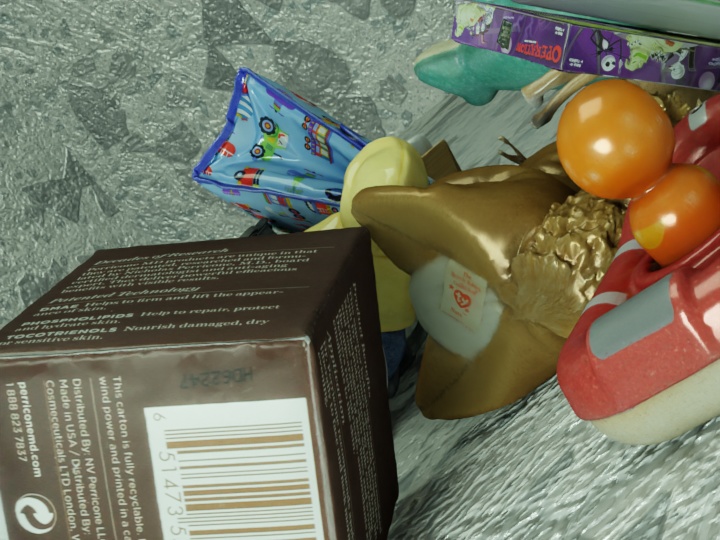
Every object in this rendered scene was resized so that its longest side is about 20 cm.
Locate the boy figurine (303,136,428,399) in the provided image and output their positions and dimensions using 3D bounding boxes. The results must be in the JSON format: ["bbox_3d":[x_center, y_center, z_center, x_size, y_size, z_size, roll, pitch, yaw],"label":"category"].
[{"bbox_3d":[0.000,0.000,0.990,0.201,0.123,0.065,98,180,-45],"label":"boy figurine"}]

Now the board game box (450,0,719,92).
[{"bbox_3d":[0.165,-0.122,0.866,0.120,0.198,0.033,39,121,58],"label":"board game box"}]

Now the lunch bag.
[{"bbox_3d":[0.005,-0.054,1.115,0.095,0.199,0.150,-66,-27,-2],"label":"lunch bag"}]

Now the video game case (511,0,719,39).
[{"bbox_3d":[0.187,-0.198,0.962,0.183,0.198,0.022,-86,6,-55],"label":"video game case"}]

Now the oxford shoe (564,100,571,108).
[{"bbox_3d":[0.165,-0.085,1.135,0.200,0.075,0.070,-44,8,-17],"label":"oxford shoe"}]

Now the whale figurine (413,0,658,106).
[{"bbox_3d":[0.130,-0.164,1.091,0.199,0.158,0.105,-31,55,36],"label":"whale figurine"}]

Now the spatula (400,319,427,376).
[{"bbox_3d":[0.037,0.049,1.080,0.020,0.057,0.200,-23,-20,-35],"label":"spatula"}]

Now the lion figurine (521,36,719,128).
[{"bbox_3d":[0.195,-0.119,1.002,0.122,0.073,0.199,-34,-14,28],"label":"lion figurine"}]

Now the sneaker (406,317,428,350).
[{"bbox_3d":[0.059,0.018,1.124,0.080,0.077,0.199,-16,1,-28],"label":"sneaker"}]

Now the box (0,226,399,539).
[{"bbox_3d":[-0.077,0.086,0.783,0.162,0.168,0.200,-5,14,9],"label":"box"}]

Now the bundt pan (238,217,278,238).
[{"bbox_3d":[-0.090,0.067,1.117,0.203,0.075,0.202,-58,-6,-9],"label":"bundt pan"}]

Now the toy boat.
[{"bbox_3d":[0.137,-0.028,0.673,0.130,0.131,0.200,-36,9,37],"label":"toy boat"}]

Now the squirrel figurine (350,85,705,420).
[{"bbox_3d":[0.124,-0.025,0.873,0.199,0.143,0.186,-12,16,48],"label":"squirrel figurine"}]

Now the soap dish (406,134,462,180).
[{"bbox_3d":[0.018,-0.009,1.276,0.200,0.081,0.157,-41,-18,1],"label":"soap dish"}]
